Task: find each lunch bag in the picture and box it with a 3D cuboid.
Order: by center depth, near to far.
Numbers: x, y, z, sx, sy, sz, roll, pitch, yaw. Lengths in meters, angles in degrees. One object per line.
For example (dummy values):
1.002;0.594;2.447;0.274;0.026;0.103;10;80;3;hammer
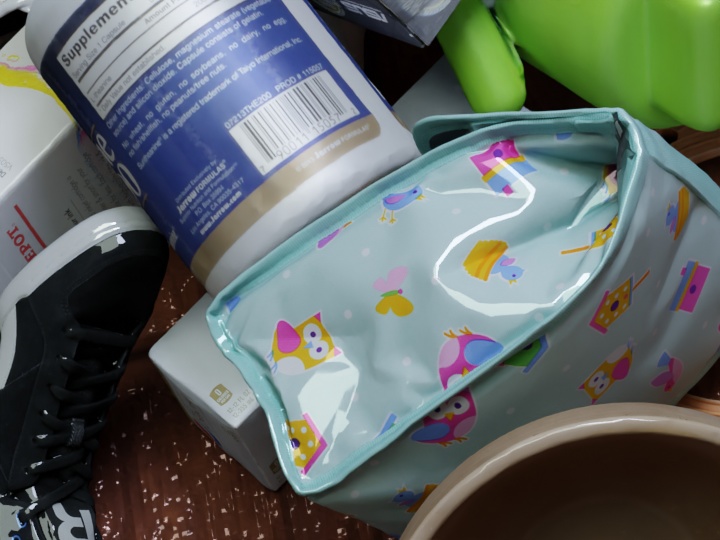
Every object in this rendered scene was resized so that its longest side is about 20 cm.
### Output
0.064;0.018;1.137;0.200;0.170;0.122;-39;60;11;lunch bag

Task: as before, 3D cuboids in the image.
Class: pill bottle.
-0.073;-0.090;1.180;0.111;0.111;0.200;-37;80;-6;pill bottle

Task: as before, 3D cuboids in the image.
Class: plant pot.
0.103;0.143;1.099;0.201;0.093;0.201;0;101;-2;plant pot

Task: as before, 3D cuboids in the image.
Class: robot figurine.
0.111;-0.138;1.226;0.175;0.116;0.200;-29;43;-24;robot figurine

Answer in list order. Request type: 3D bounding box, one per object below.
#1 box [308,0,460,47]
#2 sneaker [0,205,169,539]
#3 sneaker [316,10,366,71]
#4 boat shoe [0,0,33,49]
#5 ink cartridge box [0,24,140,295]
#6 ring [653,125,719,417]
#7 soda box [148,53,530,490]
0.009;-0.194;1.232;0.161;0.049;0.200;-53;36;-9;box
-0.128;0.074;1.215;0.200;0.073;0.112;-49;57;27;sneaker
-0.018;-0.165;1.353;0.080;0.076;0.200;-12;59;-2;sneaker
-0.151;-0.135;1.373;0.200;0.072;0.066;-20;62;5;boat shoe
-0.141;-0.047;1.290;0.067;0.117;0.200;35;75;31;ink cartridge box
0.174;0.004;1.227;0.200;0.019;0.201;-8;58;12;ring
0.000;0.000;1.250;0.064;0.068;0.200;37;76;30;soda box
